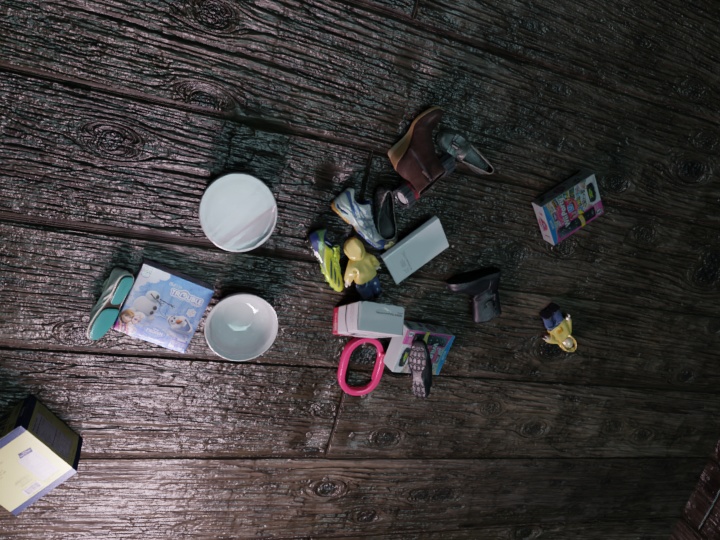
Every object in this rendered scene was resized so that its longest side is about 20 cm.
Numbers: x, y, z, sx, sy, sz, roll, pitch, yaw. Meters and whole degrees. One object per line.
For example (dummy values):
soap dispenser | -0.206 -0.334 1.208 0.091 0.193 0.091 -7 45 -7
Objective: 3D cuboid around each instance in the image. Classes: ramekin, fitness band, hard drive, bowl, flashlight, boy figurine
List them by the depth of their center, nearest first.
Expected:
ramekin | -0.316 -0.158 1.466 0.199 0.094 0.206 -7 113 -17
bowl | -0.332 0.140 1.584 0.197 0.090 0.205 -7 114 -16
flashlight | 0.181 -0.249 1.605 0.199 0.067 0.069 -37 130 -23
boy figurine | 0.000 0.000 1.652 0.123 0.064 0.202 -33 117 -19
hard drive | 0.163 -0.059 1.696 0.199 0.027 0.132 -36 138 -3
fitness band | 0.003 0.298 1.803 0.141 0.037 0.203 8 107 -20
boy figurine | 0.691 0.211 1.998 0.124 0.064 0.201 -37 115 -5

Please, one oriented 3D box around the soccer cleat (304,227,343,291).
soccer cleat | -0.084 -0.027 1.619 0.083 0.065 0.202 -29 117 -4

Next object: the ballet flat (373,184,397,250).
ballet flat | 0.073 -0.144 1.632 0.065 0.057 0.203 -16 116 -12

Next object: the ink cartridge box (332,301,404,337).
ink cartridge box | 0.020 0.145 1.645 0.143 0.199 0.085 9 79 -21

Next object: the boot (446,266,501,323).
boot | 0.365 0.091 1.822 0.197 0.076 0.171 -13 111 -21

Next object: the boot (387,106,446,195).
boot | 0.183 -0.321 1.538 0.200 0.167 0.072 -44 155 12

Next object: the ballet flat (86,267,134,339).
ballet flat | -0.647 0.080 1.466 0.069 0.069 0.202 28 99 -27

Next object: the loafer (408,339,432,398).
loafer | 0.188 0.297 1.765 0.067 0.070 0.204 6 116 26

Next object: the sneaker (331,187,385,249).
sneaker | 0.013 -0.145 1.596 0.088 0.075 0.200 -47 114 0

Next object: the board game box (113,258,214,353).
board game box | -0.522 0.098 1.526 0.198 0.043 0.201 24 101 -26

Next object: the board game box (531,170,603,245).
board game box | 0.656 -0.199 1.808 0.198 0.064 0.149 -32 118 -4

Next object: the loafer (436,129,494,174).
loafer | 0.305 -0.336 1.633 0.198 0.063 0.073 26 101 -27

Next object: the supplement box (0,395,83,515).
supplement box | -0.884 0.483 1.502 0.199 0.134 0.201 -34 119 -3

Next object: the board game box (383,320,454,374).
board game box | 0.186 0.246 1.811 0.197 0.064 0.150 10 108 -36
